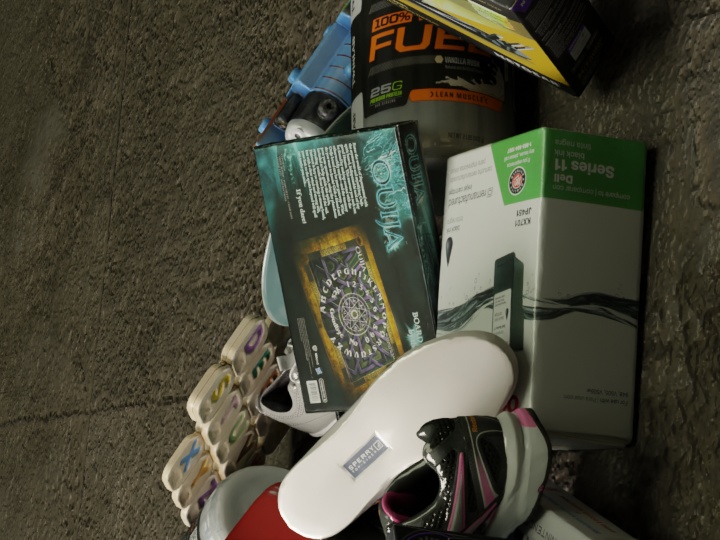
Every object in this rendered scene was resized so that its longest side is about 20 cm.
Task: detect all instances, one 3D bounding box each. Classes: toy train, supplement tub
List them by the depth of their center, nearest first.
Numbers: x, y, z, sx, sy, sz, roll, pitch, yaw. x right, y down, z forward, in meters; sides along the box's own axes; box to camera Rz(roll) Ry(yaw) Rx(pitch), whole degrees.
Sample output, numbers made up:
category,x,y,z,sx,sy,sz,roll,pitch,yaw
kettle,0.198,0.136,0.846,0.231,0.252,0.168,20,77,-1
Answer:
category,x,y,z,sx,sy,sz,roll,pitch,yaw
supplement tub,0.053,-0.151,1.580,0.123,0.122,0.201,145,128,-58
toy train,-0.012,-0.148,1.691,0.200,0.087,0.114,-57,0,-27
supplement tub,-0.103,0.263,1.790,0.200,0.122,0.123,-56,35,43

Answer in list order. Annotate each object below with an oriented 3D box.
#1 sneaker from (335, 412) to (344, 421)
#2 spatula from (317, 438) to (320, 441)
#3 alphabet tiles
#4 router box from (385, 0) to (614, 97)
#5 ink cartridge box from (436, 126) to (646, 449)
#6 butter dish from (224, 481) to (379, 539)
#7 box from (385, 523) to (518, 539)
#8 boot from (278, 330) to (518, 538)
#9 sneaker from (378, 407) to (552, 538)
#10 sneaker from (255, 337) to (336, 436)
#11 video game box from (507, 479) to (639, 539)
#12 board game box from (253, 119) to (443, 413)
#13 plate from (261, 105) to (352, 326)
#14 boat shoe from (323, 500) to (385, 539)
category,x,y,z,sx,sy,sz,roll,pitch,yaw
sneaker,0.022,0.087,1.591,0.072,0.083,0.201,31,103,64
spatula,-0.006,0.175,1.713,0.057,0.020,0.200,-70,24,11
alphabet tiles,-0.097,0.117,1.785,0.196,0.015,0.200,-56,-22,-21
router box,0.059,-0.203,1.437,0.200,0.157,0.052,30,86,28
ink cartridge box,0.117,0.017,1.428,0.147,0.083,0.201,166,109,-64
butter dish,-0.003,0.211,1.527,0.148,0.199,0.200,-64,24,4
box,0.042,0.266,1.288,0.122,0.106,0.200,-101,28,-46
boot,0.031,0.096,1.410,0.200,0.073,0.090,-38,0,25
sneaker,0.047,0.164,1.346,0.080,0.086,0.200,-110,31,-58
sneaker,-0.024,0.076,1.711,0.200,0.082,0.075,121,151,-47
video game box,0.107,0.239,1.345,0.182,0.047,0.201,-150,70,-71
board game box,0.000,0.000,1.521,0.135,0.028,0.201,-6,98,38
plate,-0.009,-0.042,1.657,0.026,0.200,0.201,27,113,22
boat shoe,0.035,0.176,1.438,0.074,0.201,0.063,46,136,21
